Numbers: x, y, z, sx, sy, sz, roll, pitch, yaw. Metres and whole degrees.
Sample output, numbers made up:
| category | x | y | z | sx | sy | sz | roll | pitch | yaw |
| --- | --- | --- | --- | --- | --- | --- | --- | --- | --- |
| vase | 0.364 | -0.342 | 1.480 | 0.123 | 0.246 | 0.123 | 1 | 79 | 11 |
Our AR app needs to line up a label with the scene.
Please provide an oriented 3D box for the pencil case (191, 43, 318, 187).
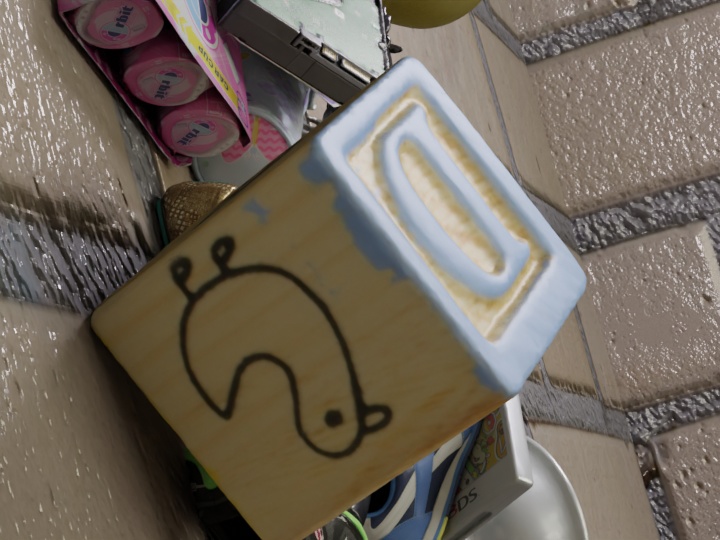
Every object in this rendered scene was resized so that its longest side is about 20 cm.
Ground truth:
| category | x | y | z | sx | sy | sz | roll | pitch | yaw |
| --- | --- | --- | --- | --- | --- | --- | --- | --- | --- |
| pencil case | -0.079 | -0.124 | 1.682 | 0.091 | 0.083 | 0.200 | 50 | 21 | -18 |

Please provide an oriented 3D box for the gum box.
| category | x | y | z | sx | sy | sz | roll | pitch | yaw |
| --- | --- | --- | --- | --- | --- | --- | --- | --- | --- |
| gum box | -0.141 | -0.172 | 1.513 | 0.200 | 0.066 | 0.114 | 56 | 20 | -54 |

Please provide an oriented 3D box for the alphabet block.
| category | x | y | z | sx | sy | sz | roll | pitch | yaw |
| --- | --- | --- | --- | --- | --- | --- | --- | --- | --- |
| alphabet block | -0.009 | 0.018 | 1.348 | 0.196 | 0.200 | 0.196 | 51 | 29 | -3 |

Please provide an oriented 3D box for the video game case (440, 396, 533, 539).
| category | x | y | z | sx | sy | sz | roll | pitch | yaw |
| --- | --- | --- | --- | --- | --- | --- | --- | --- | --- |
| video game case | 0.066 | 0.134 | 1.793 | 0.023 | 0.182 | 0.201 | 20 | 45 | -30 |

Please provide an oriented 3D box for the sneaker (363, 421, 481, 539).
| category | x | y | z | sx | sy | sz | roll | pitch | yaw |
| --- | --- | --- | --- | --- | --- | --- | --- | --- | --- |
| sneaker | 0.040 | 0.133 | 1.733 | 0.082 | 0.074 | 0.201 | 24 | 74 | -29 |

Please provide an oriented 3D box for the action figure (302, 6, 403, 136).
| category | x | y | z | sx | sy | sz | roll | pitch | yaw |
| --- | --- | --- | --- | --- | --- | --- | --- | --- | --- |
| action figure | -0.003 | -0.143 | 1.839 | 0.200 | 0.102 | 0.119 | 55 | 50 | -47 |

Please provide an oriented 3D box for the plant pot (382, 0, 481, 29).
| category | x | y | z | sx | sy | sz | roll | pitch | yaw |
| --- | --- | --- | --- | --- | --- | --- | --- | --- | --- |
| plant pot | 0.016 | -0.316 | 1.934 | 0.142 | 0.199 | 0.201 | -8 | 81 | -54 |

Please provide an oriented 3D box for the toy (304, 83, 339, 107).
| category | x | y | z | sx | sy | sz | roll | pitch | yaw |
| --- | --- | --- | --- | --- | --- | --- | --- | --- | --- |
| toy | -0.063 | -0.210 | 1.686 | 0.200 | 0.047 | 0.115 | 45 | 24 | 8 |

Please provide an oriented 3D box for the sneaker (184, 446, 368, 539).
| category | x | y | z | sx | sy | sz | roll | pitch | yaw |
| --- | --- | --- | --- | --- | --- | --- | --- | --- | --- |
| sneaker | -0.057 | 0.179 | 1.430 | 0.200 | 0.076 | 0.084 | 46 | 34 | -43 |

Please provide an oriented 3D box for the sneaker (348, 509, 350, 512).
| category | x | y | z | sx | sy | sz | roll | pitch | yaw |
| --- | --- | --- | --- | --- | --- | --- | --- | --- | --- |
| sneaker | -0.035 | 0.083 | 1.567 | 0.088 | 0.074 | 0.201 | -22 | 97 | -52 |

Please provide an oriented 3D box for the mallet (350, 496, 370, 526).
| category | x | y | z | sx | sy | sz | roll | pitch | yaw |
| --- | --- | --- | --- | --- | --- | --- | --- | --- | --- |
| mallet | -0.047 | 0.118 | 1.624 | 0.201 | 0.041 | 0.066 | 60 | 19 | -29 |

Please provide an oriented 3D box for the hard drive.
| category | x | y | z | sx | sy | sz | roll | pitch | yaw |
| --- | --- | --- | --- | --- | --- | --- | --- | --- | --- |
| hard drive | -0.045 | -0.213 | 1.627 | 0.139 | 0.038 | 0.201 | 30 | 32 | -27 |

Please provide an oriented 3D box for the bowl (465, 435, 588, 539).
| category | x | y | z | sx | sy | sz | roll | pitch | yaw |
| --- | --- | --- | --- | --- | --- | --- | --- | --- | --- |
| bowl | 0.094 | 0.237 | 1.826 | 0.090 | 0.201 | 0.202 | -4 | 73 | -38 |

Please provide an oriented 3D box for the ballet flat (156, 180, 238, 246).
| category | x | y | z | sx | sy | sz | roll | pitch | yaw |
| --- | --- | --- | --- | --- | --- | --- | --- | --- | --- |
| ballet flat | -0.086 | 0.031 | 1.486 | 0.070 | 0.065 | 0.201 | 14 | 60 | -76 |
